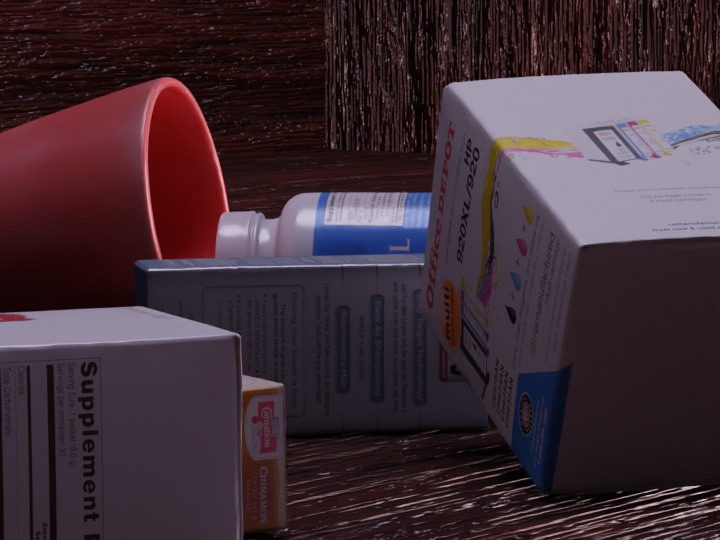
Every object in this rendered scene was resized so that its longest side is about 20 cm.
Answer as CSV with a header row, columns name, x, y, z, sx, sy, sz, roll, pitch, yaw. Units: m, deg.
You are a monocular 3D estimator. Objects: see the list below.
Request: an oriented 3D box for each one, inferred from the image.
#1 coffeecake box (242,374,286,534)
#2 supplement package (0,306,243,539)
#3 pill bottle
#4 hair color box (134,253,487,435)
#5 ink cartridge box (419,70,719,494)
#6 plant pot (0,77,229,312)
name,x,y,z,sx,sy,sz,roll,pitch,yaw
coffeecake box,-0.158,0.087,1.263,0.200,0.073,0.153,-3,6,-33
supplement package,-0.160,0.081,1.084,0.200,0.120,0.121,-2,5,-24
pill bottle,0.000,0.000,1.930,0.200,0.112,0.112,-1,6,6
hair color box,-0.028,0.043,1.564,0.200,0.099,0.061,-1,5,-11
ink cartridge box,0.133,0.002,1.418,0.145,0.147,0.200,-3,28,-18
plant pot,-0.204,-0.030,1.955,0.177,0.201,0.200,-9,4,13
